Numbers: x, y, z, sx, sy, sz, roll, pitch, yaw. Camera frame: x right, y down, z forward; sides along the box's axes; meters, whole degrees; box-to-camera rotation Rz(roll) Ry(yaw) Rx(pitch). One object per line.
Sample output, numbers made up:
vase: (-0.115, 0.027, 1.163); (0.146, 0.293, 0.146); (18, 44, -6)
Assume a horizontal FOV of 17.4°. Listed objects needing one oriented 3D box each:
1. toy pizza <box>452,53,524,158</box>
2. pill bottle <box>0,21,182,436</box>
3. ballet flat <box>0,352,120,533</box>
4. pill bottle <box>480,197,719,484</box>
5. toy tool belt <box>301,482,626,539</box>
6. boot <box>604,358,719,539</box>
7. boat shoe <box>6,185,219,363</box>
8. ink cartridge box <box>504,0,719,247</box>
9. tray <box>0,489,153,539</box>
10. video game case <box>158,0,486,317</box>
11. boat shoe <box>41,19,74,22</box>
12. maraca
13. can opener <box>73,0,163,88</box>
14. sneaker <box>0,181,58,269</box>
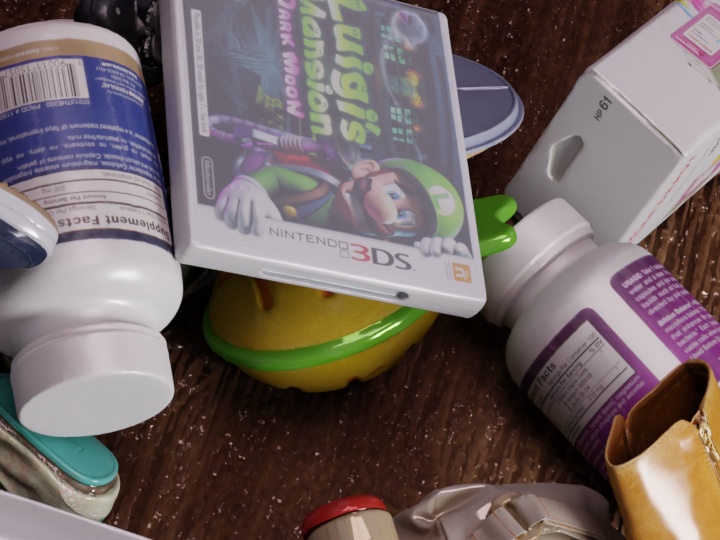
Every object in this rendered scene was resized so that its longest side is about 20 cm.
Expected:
toy pizza: (0.000, -0.096, 1.432); (0.199, 0.032, 0.200); (2, 24, -1)
pill bottle: (-0.154, -0.020, 1.239); (0.110, 0.111, 0.201); (-2, 64, -22)
ballet flat: (-0.213, 0.069, 1.255); (0.200, 0.062, 0.067); (46, 30, 12)
pill bottle: (0.157, 0.056, 1.379); (0.112, 0.112, 0.200); (-32, 72, -35)
toy tool belt: (0.065, 0.180, 1.243); (0.199, 0.125, 0.123); (4, 58, -43)
boot: (0.155, 0.156, 1.226); (0.202, 0.070, 0.144); (-57, 131, -36)
boat shoe: (-0.127, -0.004, 1.341); (0.071, 0.064, 0.200); (40, 52, 9)
ink cartridge box: (0.198, -0.102, 1.486); (0.085, 0.145, 0.200); (45, 53, 11)
tray: (-0.184, 0.171, 1.208); (0.199, 0.022, 0.108); (19, 70, -7)
video game case: (-0.022, -0.078, 1.295); (0.181, 0.023, 0.201); (11, 55, -27)
boat shoe: (-0.205, -0.070, 1.363); (0.073, 0.061, 0.200); (4, 44, 21)
maraca: (0.000, 0.000, 1.351); (0.199, 0.107, 0.137); (-31, 36, -26)
can opener: (-0.106, -0.143, 1.376); (0.078, 0.064, 0.200); (5, 13, 33)
sneaker: (-0.251, -0.006, 1.127); (0.199, 0.070, 0.109); (17, 68, -12)
